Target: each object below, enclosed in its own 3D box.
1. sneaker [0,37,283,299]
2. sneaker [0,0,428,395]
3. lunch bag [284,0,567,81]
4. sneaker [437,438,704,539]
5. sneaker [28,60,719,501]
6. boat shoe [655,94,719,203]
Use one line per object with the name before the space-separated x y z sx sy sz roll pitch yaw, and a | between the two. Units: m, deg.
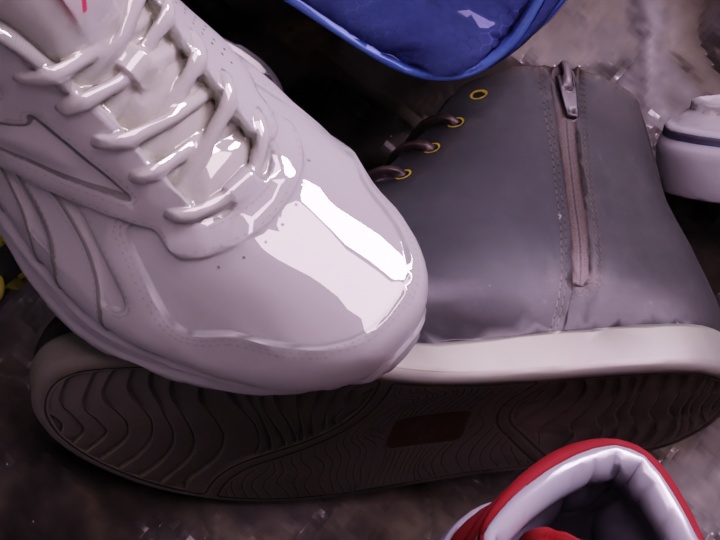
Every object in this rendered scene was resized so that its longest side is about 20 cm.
sneaker | -0.112 -0.009 0.693 0.199 0.074 0.085 -13 76 -14
sneaker | -0.066 -0.044 0.619 0.200 0.099 0.078 36 71 1
lunch bag | -0.011 -0.152 0.720 0.199 0.132 0.136 30 101 -2
sneaker | 0.034 0.135 0.642 0.071 0.113 0.201 19 62 -10
sneaker | 0.000 0.000 0.726 0.199 0.075 0.107 0 57 -22
boat shoe | 0.183 -0.058 0.761 0.199 0.072 0.066 -5 102 17
